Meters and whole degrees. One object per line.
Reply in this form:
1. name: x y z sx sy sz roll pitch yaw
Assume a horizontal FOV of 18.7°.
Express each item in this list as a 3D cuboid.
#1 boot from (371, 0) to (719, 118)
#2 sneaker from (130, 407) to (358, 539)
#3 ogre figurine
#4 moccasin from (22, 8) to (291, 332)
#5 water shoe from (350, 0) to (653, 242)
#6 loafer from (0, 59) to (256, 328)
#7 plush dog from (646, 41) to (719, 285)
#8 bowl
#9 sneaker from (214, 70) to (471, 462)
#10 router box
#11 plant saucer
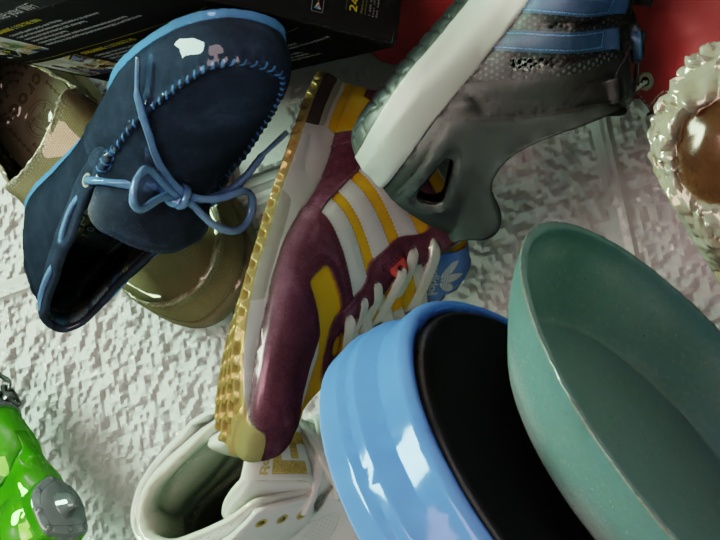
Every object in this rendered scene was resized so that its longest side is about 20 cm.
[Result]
1. boot: 0.096 -0.088 0.918 0.200 0.072 0.145 -18 74 24
2. sneaker: 0.000 0.083 0.919 0.200 0.116 0.074 -27 67 23
3. ogre figurine: -0.185 0.154 1.030 0.120 0.098 0.200 25 84 43
4. moccasin: -0.082 -0.035 0.926 0.200 0.080 0.068 133 140 -51
5. water shoe: 0.084 -0.099 0.866 0.079 0.072 0.200 41 100 -7
6. loafer: -0.130 -0.042 1.046 0.200 0.067 0.076 38 102 30
7. plush dog: 0.214 -0.028 0.813 0.172 0.160 0.200 -30 99 9
8. bowl: 0.071 0.095 0.795 0.039 0.201 0.201 -42 63 22
9. sneaker: 0.000 0.000 0.905 0.090 0.075 0.200 17 51 -3
10. router box: -0.095 -0.121 0.949 0.200 0.149 0.051 -4 78 58
11. plant saucer: 0.117 0.070 0.800 0.036 0.200 0.200 -41 63 23
